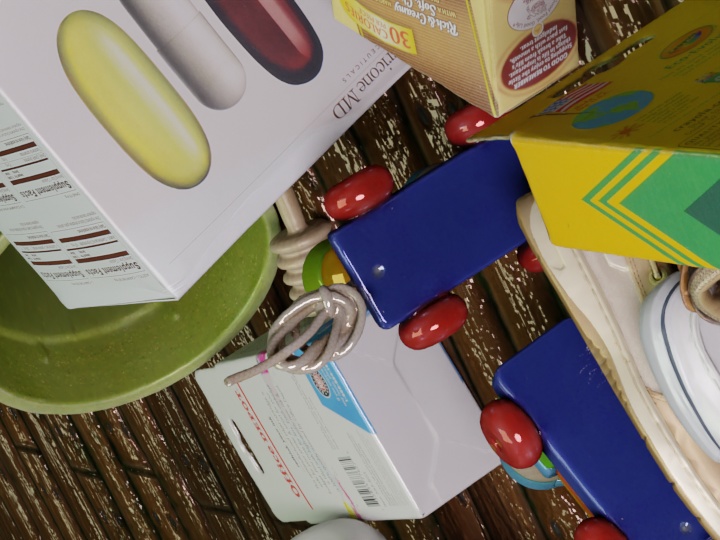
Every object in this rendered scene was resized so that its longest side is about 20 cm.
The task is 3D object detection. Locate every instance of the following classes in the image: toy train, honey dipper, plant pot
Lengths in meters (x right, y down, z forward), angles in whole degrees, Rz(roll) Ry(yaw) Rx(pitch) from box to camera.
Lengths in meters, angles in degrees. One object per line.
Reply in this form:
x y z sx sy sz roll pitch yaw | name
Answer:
0.138 0.126 1.119 0.200 0.085 0.116 51 165 13 | toy train
-0.056 -0.069 1.311 0.038 0.038 0.200 7 124 59 | honey dipper
-0.177 -0.051 1.400 0.190 0.200 0.200 57 160 36 | plant pot
0.000 0.000 1.098 0.085 0.200 0.116 60 160 -5 | toy train

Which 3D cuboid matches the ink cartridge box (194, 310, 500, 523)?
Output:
-0.011 0.082 1.367 0.115 0.068 0.200 60 155 -7 | ink cartridge box

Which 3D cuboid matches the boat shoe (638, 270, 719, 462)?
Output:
0.201 0.072 0.969 0.200 0.074 0.067 46 158 -4 | boat shoe

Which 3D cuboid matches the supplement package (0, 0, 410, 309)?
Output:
-0.116 -0.117 1.139 0.200 0.191 0.147 50 157 -17 | supplement package

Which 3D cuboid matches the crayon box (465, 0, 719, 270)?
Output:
0.145 -0.053 0.850 0.200 0.127 0.051 12 129 59 | crayon box

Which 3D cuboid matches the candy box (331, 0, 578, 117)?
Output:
0.031 -0.177 0.999 0.115 0.055 0.200 36 147 39 | candy box

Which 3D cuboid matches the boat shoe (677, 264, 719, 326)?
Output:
0.157 -0.012 0.938 0.200 0.072 0.072 40 150 33 | boat shoe

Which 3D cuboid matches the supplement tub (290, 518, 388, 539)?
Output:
0.024 0.253 1.354 0.200 0.145 0.145 40 162 -21 | supplement tub

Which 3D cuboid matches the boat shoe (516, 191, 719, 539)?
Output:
0.144 0.039 1.025 0.200 0.069 0.074 59 -173 4 | boat shoe
